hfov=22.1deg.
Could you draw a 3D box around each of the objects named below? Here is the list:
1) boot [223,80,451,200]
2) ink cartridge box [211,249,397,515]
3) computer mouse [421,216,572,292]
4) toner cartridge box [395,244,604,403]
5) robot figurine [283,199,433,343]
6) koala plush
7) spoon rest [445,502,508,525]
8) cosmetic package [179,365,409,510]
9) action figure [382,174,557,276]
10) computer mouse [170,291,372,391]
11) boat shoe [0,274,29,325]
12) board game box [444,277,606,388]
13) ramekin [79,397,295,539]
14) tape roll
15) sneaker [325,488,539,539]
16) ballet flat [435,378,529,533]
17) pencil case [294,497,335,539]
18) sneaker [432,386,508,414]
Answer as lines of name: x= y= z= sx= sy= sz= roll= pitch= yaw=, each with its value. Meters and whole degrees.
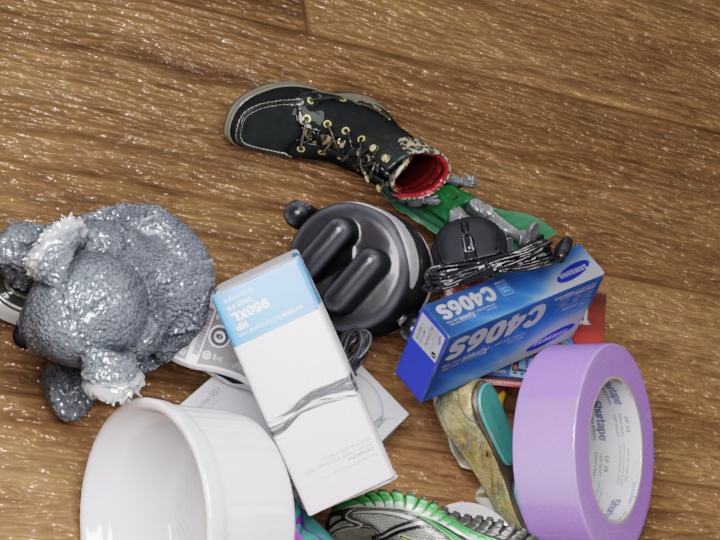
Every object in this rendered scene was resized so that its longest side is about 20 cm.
boot: x=-0.021 y=-0.129 z=1.856 sx=0.202 sy=0.074 sz=0.154 roll=-1 pitch=27 yaw=-37
ink cartridge box: x=-0.049 y=0.092 z=1.556 sx=0.083 sy=0.145 sz=0.202 roll=-24 pitch=93 yaw=-1
computer mouse: x=0.128 y=-0.028 z=1.720 sx=0.200 sy=0.139 sz=0.047 roll=-52 pitch=130 yaw=-78
toner cartridge box: x=0.131 y=0.048 z=1.708 sx=0.199 sy=0.095 sz=0.043 roll=-21 pitch=59 yaw=-34
robot figurine: x=0.000 y=0.002 z=1.746 sx=0.200 sy=0.123 sz=0.152 roll=12 pitch=69 yaw=-75
koala plush: x=-0.218 y=0.025 z=1.514 sx=0.200 sy=0.182 sz=0.179 roll=-42 pitch=111 yaw=-84
spoon rest: x=0.122 y=0.303 z=1.684 sx=0.098 sy=0.061 sz=0.202 roll=-2 pitch=60 yaw=-31
cosmetic package: x=-0.069 y=0.141 z=1.690 sx=0.151 sy=0.052 sz=0.200 roll=43 pitch=46 yaw=6
action figure: x=0.092 y=-0.068 z=1.897 sx=0.199 sy=0.055 sz=0.118 roll=31 pitch=41 yaw=33
computer mouse: x=-0.096 y=0.070 z=1.650 sx=0.198 sy=0.044 sz=0.111 roll=23 pitch=83 yaw=-7
boat shoe: x=-0.244 y=0.005 z=1.668 sx=0.198 sy=0.064 sz=0.071 roll=-4 pitch=60 yaw=-33
board game box: x=0.161 y=0.064 z=1.801 sx=0.198 sy=0.019 sz=0.104 roll=7 pitch=85 yaw=-36
ramekin: x=-0.140 y=0.205 z=1.503 sx=0.097 sy=0.200 sz=0.202 roll=4 pitch=56 yaw=-39
tape roll: x=0.214 y=0.171 z=1.748 sx=0.199 sy=0.065 sz=0.203 roll=7 pitch=82 yaw=-60
sneaker: x=0.060 y=0.252 z=1.639 sx=0.198 sy=0.078 sz=0.086 roll=14 pitch=66 yaw=16
ballet flat: x=0.129 y=0.192 z=1.757 sx=0.071 sy=0.070 sz=0.201 roll=-47 pitch=117 yaw=-44
pencil case: x=-0.015 y=0.286 z=1.568 sx=0.200 sy=0.092 sz=0.085 roll=43 pitch=69 yaw=-10
sneaker: x=0.127 y=0.077 z=1.829 sx=0.074 sy=0.090 sz=0.201 roll=24 pitch=48 yaw=-15
